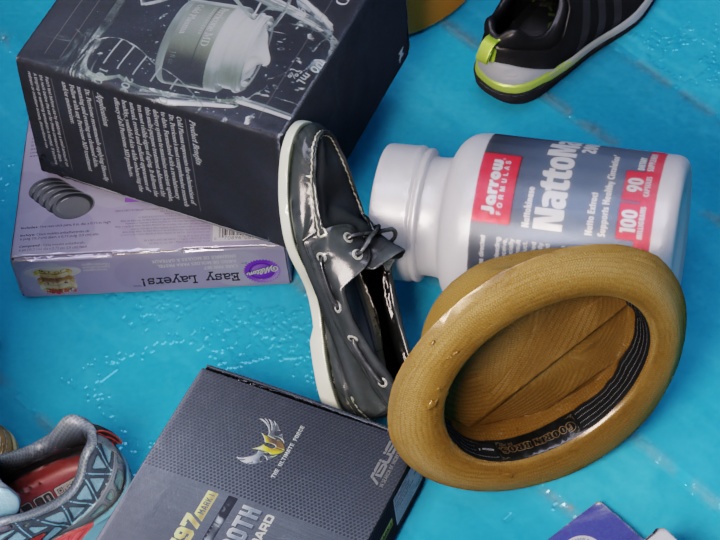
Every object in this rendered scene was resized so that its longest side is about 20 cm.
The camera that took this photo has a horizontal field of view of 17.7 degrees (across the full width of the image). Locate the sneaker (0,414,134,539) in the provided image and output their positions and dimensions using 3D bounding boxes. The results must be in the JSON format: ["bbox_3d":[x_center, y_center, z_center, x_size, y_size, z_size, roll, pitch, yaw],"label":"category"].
[{"bbox_3d":[-0.235,0.154,1.426,0.200,0.096,0.079,-35,56,-20],"label":"sneaker"}]

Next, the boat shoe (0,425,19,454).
[{"bbox_3d":[-0.321,0.113,1.480,0.200,0.076,0.072,-4,52,3],"label":"boat shoe"}]

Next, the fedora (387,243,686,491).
[{"bbox_3d":[0.101,0.045,1.423,0.200,0.201,0.082,-19,43,-9],"label":"fedora"}]

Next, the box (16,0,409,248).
[{"bbox_3d":[-0.095,-0.145,1.569,0.196,0.124,0.200,18,56,16],"label":"box"}]

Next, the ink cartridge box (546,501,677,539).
[{"bbox_3d":[0.135,0.242,1.352,0.199,0.041,0.200,-35,56,-20],"label":"ink cartridge box"}]

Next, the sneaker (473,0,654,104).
[{"bbox_3d":[0.154,-0.200,1.668,0.072,0.083,0.200,29,60,25],"label":"sneaker"}]

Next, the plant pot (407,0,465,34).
[{"bbox_3d":[-0.006,-0.301,1.701,0.200,0.183,0.200,-3,52,4],"label":"plant pot"}]

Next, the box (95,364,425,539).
[{"bbox_3d":[-0.071,0.167,1.427,0.157,0.051,0.200,18,56,20],"label":"box"}]

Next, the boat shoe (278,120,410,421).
[{"bbox_3d":[-0.001,0.001,1.464,0.066,0.200,0.074,-4,8,31],"label":"boat shoe"}]

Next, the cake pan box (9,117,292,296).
[{"bbox_3d":[-0.138,-0.071,1.621,0.200,0.052,0.184,-4,54,3],"label":"cake pan box"}]

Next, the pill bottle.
[{"bbox_3d":[0.111,-0.028,1.516,0.200,0.120,0.120,7,53,12],"label":"pill bottle"}]
